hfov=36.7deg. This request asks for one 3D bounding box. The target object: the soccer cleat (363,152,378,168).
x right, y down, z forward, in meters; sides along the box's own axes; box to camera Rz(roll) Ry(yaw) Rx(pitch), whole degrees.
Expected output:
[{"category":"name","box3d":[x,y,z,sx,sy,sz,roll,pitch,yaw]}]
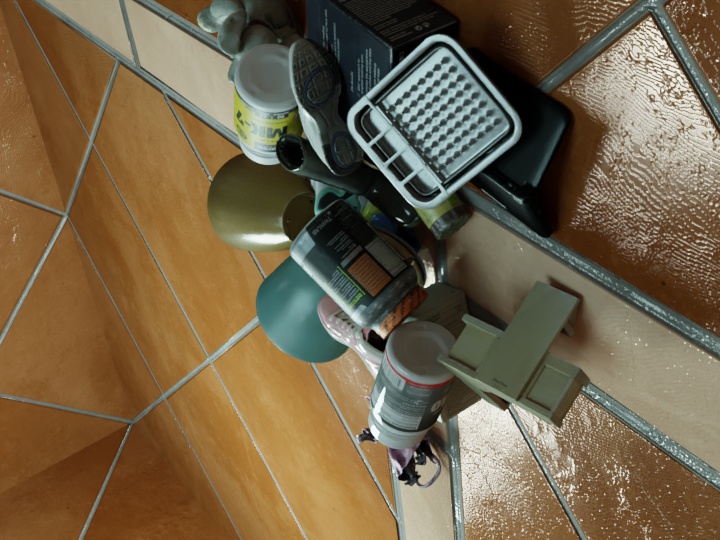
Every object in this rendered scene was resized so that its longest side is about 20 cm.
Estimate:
[{"category":"soccer cleat","box3d":[-0.016,-0.210,1.719,0.200,0.081,0.068,44,150,34]}]

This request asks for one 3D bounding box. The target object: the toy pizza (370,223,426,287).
[{"category":"toy pizza","box3d":[0.009,-0.003,1.765,0.200,0.032,0.200,13,141,10]}]

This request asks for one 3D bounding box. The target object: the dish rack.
[{"category":"dish rack","box3d":[0.097,-0.191,1.388,0.172,0.044,0.200,49,126,-4]}]

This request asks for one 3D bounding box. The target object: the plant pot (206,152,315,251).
[{"category":"plant pot","box3d":[-0.150,-0.111,1.948,0.200,0.186,0.187,20,132,55]}]

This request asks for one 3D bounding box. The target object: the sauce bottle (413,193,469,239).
[{"category":"sauce bottle","box3d":[0.084,-0.142,1.615,0.200,0.065,0.065,56,154,12]}]

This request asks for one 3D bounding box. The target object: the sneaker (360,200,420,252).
[{"category":"sneaker","box3d":[0.049,-0.018,1.794,0.105,0.076,0.200,34,142,45]}]

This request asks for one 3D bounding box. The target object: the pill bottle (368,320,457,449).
[{"category":"pill bottle","box3d":[0.078,0.179,1.661,0.114,0.114,0.200,49,146,27]}]

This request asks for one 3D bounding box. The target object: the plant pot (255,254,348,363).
[{"category":"plant pot","box3d":[-0.065,0.040,1.939,0.201,0.200,0.161,56,139,14]}]

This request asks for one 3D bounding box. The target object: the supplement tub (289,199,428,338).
[{"category":"supplement tub","box3d":[0.000,0.000,1.643,0.200,0.122,0.123,46,153,6]}]

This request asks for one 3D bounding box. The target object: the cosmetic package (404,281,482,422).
[{"category":"cosmetic package","box3d":[0.130,0.132,1.756,0.073,0.103,0.200,20,131,54]}]

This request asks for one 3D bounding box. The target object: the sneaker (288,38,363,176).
[{"category":"sneaker","box3d":[-0.064,-0.229,1.533,0.087,0.074,0.200,28,138,59]}]

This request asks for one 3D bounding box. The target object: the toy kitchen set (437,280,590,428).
[{"category":"toy kitchen set","box3d":[0.259,0.127,1.538,0.200,0.163,0.180,27,170,40]}]

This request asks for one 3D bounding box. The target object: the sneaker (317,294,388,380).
[{"category":"sneaker","box3d":[0.004,0.090,1.762,0.200,0.075,0.105,47,159,26]}]

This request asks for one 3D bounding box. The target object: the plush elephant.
[{"category":"plush elephant","box3d":[-0.170,-0.370,1.743,0.164,0.155,0.200,28,147,-22]}]

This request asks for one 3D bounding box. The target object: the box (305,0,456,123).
[{"category":"box","box3d":[0.025,-0.293,1.516,0.200,0.117,0.197,44,150,33]}]

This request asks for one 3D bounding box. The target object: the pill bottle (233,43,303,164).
[{"category":"pill bottle","box3d":[-0.140,-0.252,1.692,0.114,0.114,0.200,55,163,15]}]

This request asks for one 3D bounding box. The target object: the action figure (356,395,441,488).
[{"category":"action figure","box3d":[0.078,0.297,2.067,0.149,0.134,0.200,27,-157,-47]}]

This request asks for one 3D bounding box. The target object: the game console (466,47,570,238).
[{"category":"game console","box3d":[0.195,-0.166,1.435,0.200,0.116,0.176,43,179,36]}]

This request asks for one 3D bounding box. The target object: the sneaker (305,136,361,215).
[{"category":"sneaker","box3d":[-0.043,-0.130,1.836,0.140,0.078,0.201,83,178,-78]}]

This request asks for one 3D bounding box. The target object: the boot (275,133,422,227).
[{"category":"boot","box3d":[-0.013,-0.141,1.658,0.200,0.073,0.182,26,-178,-42]}]
